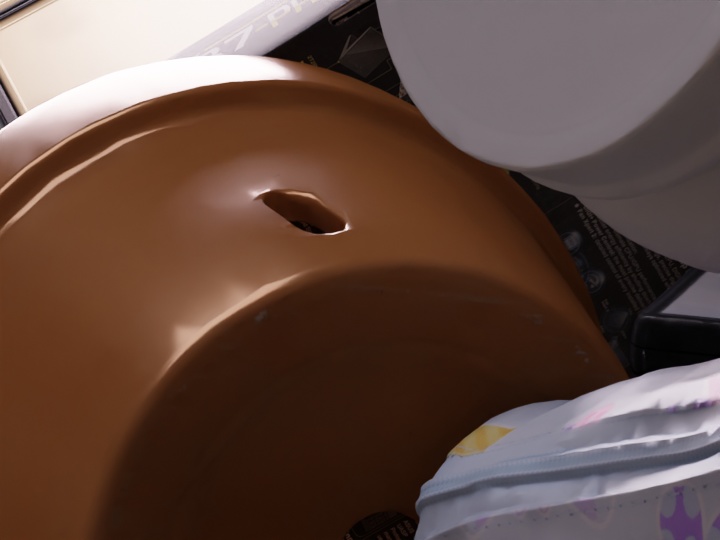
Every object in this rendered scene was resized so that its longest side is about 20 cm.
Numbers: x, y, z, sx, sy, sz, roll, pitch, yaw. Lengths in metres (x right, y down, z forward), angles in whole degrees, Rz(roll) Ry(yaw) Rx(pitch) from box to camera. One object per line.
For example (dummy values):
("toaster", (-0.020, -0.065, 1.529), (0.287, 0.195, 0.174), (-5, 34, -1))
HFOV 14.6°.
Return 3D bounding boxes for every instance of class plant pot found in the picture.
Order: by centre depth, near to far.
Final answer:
("plant pot", (-0.015, 0.053, 0.669), (0.200, 0.200, 0.140), (-28, 17, -14))

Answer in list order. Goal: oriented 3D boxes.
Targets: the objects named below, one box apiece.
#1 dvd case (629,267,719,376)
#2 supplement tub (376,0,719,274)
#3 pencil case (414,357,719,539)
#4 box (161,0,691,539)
("dvd case", (0.157, 0.007, 0.702), (0.143, 0.018, 0.200), (6, 12, 16))
("supplement tub", (0.117, -0.063, 0.542), (0.200, 0.145, 0.145), (10, -23, -35))
("pencil case", (0.085, 0.048, 0.520), (0.091, 0.083, 0.200), (11, -17, -22))
("box", (0.021, 0.012, 0.783), (0.161, 0.200, 0.049), (-31, 22, 5))
